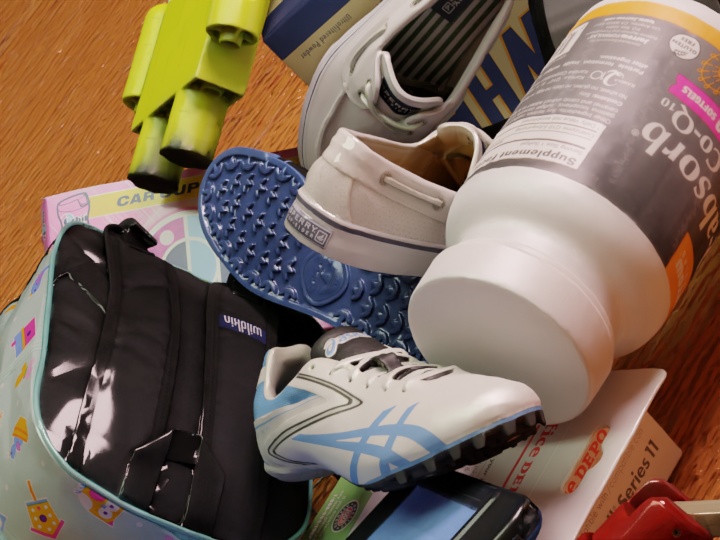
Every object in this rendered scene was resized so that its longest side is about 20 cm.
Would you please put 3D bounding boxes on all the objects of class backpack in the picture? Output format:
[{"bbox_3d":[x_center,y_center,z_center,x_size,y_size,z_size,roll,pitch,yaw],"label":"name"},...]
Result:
[{"bbox_3d":[-0.113,0.094,1.234,0.153,0.176,0.200,-53,23,25],"label":"backpack"}]

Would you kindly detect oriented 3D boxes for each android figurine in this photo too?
[{"bbox_3d":[-0.088,-0.148,1.405,0.182,0.041,0.200,155,131,-66],"label":"android figurine"}]

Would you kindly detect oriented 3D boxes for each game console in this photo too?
[{"bbox_3d":[-0.038,0.123,1.045,0.171,0.118,0.200,-47,9,-8],"label":"game console"}]

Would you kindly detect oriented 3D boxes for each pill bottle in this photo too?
[{"bbox_3d":[0.110,-0.030,1.141,0.116,0.116,0.200,-12,34,48],"label":"pill bottle"}]

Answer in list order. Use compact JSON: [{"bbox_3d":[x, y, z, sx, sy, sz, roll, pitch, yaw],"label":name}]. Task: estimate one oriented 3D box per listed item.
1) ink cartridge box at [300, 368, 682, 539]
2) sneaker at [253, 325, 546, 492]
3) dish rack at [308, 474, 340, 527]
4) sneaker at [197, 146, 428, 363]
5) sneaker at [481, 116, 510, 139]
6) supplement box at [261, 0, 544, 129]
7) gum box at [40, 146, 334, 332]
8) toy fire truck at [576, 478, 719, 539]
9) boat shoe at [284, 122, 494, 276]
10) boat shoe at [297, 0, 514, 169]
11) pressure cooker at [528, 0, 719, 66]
[{"bbox_3d":[0.073,0.112,1.169,0.200,0.067,0.117,-8,42,53],"label":"ink cartridge box"},{"bbox_3d":[0.009,0.061,1.106,0.072,0.073,0.200,-15,4,-33],"label":"sneaker"},{"bbox_3d":[-0.064,0.145,1.339,0.200,0.055,0.153,-47,25,-6],"label":"dish rack"},{"bbox_3d":[0.000,0.000,1.263,0.200,0.078,0.070,35,102,35],"label":"sneaker"},{"bbox_3d":[0.069,-0.047,1.330,0.200,0.073,0.112,-28,-13,0],"label":"sneaker"},{"bbox_3d":[0.044,-0.155,1.461,0.134,0.200,0.200,-41,26,13],"label":"supplement box"},{"bbox_3d":[-0.093,0.002,1.446,0.200,0.066,0.114,-11,73,14],"label":"gum box"},{"bbox_3d":[0.138,0.152,0.982,0.200,0.129,0.176,-49,24,13],"label":"toy fire truck"},{"bbox_3d":[0.048,-0.037,1.197,0.071,0.200,0.070,38,111,39],"label":"boat shoe"},{"bbox_3d":[0.022,-0.109,1.315,0.200,0.073,0.067,-58,13,32],"label":"boat shoe"},{"bbox_3d":[0.210,-0.153,1.245,0.200,0.179,0.176,-19,30,49],"label":"pressure cooker"}]
